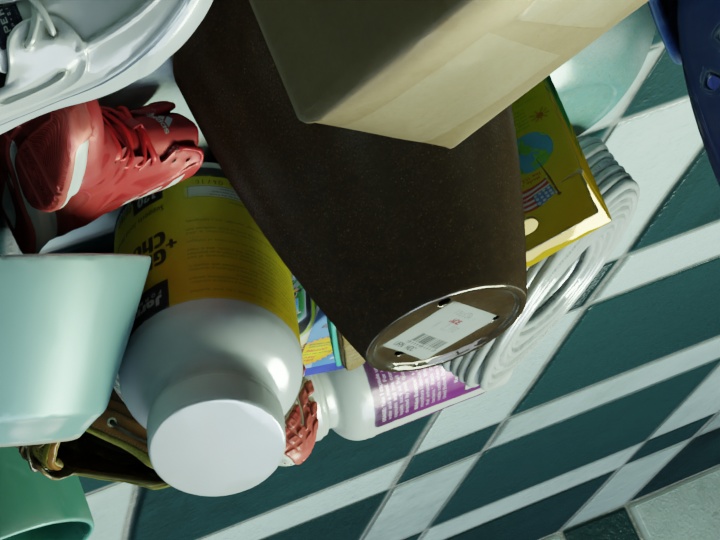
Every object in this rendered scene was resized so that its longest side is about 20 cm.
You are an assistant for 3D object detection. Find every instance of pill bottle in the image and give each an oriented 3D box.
[{"bbox_3d":[-0.093,0.035,1.224,0.111,0.201,0.113,-4,132,-5],"label":"pill bottle"},{"bbox_3d":[0.020,0.076,1.692,0.198,0.113,0.112,-20,162,-18],"label":"pill bottle"}]

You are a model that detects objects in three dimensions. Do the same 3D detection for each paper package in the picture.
[{"bbox_3d":[0.042,-0.179,0.827,0.200,0.192,0.103,-36,155,32],"label":"paper package"}]

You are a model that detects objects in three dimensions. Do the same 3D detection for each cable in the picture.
[{"bbox_3d":[0.124,-0.005,1.452,0.200,0.069,0.200,-51,166,3],"label":"cable"}]

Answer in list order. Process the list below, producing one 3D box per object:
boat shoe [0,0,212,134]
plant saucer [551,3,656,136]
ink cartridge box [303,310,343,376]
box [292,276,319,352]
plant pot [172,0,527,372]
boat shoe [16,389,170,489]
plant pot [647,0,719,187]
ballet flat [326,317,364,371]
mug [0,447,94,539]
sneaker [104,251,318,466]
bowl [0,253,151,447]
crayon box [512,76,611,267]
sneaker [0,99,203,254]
[{"bbox_3d":[-0.158,-0.110,0.957,0.199,0.074,0.065,-31,166,16],"label":"boat shoe"},{"bbox_3d":[0.123,-0.116,1.389,0.199,0.039,0.201,-22,163,-7],"label":"plant saucer"},{"bbox_3d":[-0.022,0.020,1.534,0.136,0.077,0.200,-9,159,-42],"label":"ink cartridge box"},{"bbox_3d":[-0.077,0.018,1.399,0.109,0.035,0.201,-12,138,-35],"label":"box"},{"bbox_3d":[0.013,-0.053,1.106,0.185,0.202,0.187,-17,157,-8],"label":"plant pot"},{"bbox_3d":[-0.209,0.103,1.382,0.198,0.068,0.072,6,137,11],"label":"boat shoe"},{"bbox_3d":[0.294,-0.148,1.290,0.199,0.181,0.200,-28,162,10],"label":"plant pot"},{"bbox_3d":[0.000,0.000,1.352,0.072,0.068,0.201,-11,140,5],"label":"ballet flat"},{"bbox_3d":[-0.296,0.178,1.549,0.151,0.115,0.185,-17,162,-26],"label":"mug"},{"bbox_3d":[-0.110,0.068,1.334,0.078,0.199,0.083,-34,150,-44],"label":"sneaker"},{"bbox_3d":[-0.217,0.046,1.148,0.198,0.106,0.201,-3,178,0],"label":"bowl"},{"bbox_3d":[0.071,-0.057,1.220,0.126,0.201,0.051,-28,132,12],"label":"crayon box"},{"bbox_3d":[-0.141,-0.079,1.104,0.115,0.079,0.200,-28,177,-21],"label":"sneaker"}]
